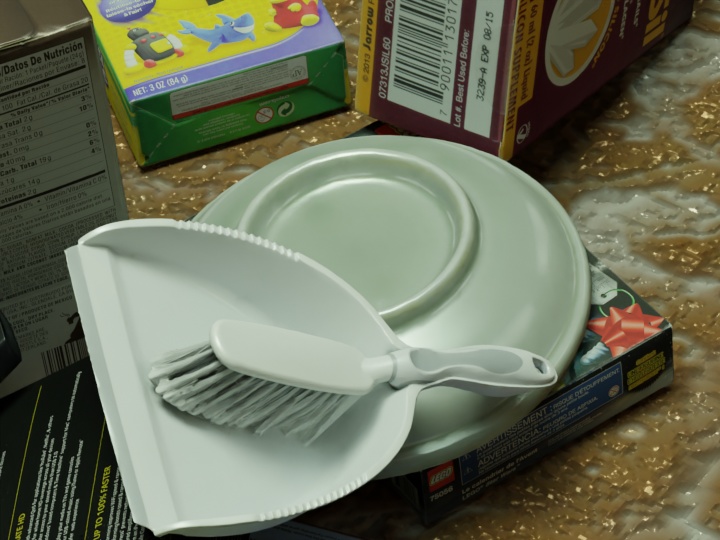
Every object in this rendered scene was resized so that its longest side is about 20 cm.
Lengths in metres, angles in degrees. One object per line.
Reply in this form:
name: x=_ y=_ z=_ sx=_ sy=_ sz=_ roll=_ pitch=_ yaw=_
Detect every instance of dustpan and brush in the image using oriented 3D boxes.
dustpan and brush: x=-0.008 y=0.042 z=1.070 sx=0.199 sy=0.057 sz=0.140 roll=11 pitch=49 yaw=-39

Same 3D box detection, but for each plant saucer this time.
plant saucer: x=0.000 y=0.000 z=1.170 sx=0.199 sy=0.050 sz=0.201 roll=-6 pitch=45 yaw=6

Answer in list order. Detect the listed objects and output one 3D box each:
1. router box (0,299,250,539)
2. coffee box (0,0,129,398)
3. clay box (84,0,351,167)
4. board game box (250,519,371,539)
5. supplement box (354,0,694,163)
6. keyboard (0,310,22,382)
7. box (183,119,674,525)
router box: x=-0.115 y=0.121 z=1.071 sx=0.149 sy=0.051 sz=0.201 roll=-25 pitch=37 yaw=26
coffee box: x=-0.158 y=-0.053 z=1.194 sx=0.079 sy=0.201 sz=0.113 roll=-20 pitch=44 yaw=-14
clay box: x=-0.091 y=-0.144 z=1.393 sx=0.114 sy=0.048 sz=0.200 roll=-17 pitch=45 yaw=-12
board game box: x=0.015 y=0.158 z=1.084 sx=0.199 sy=0.020 sz=0.103 roll=13 pitch=46 yaw=20
supplement box: x=0.087 y=-0.147 z=1.298 sx=0.085 sy=0.111 sz=0.200 roll=23 pitch=37 yaw=25
keyboard: x=-0.225 y=0.081 z=1.119 sx=0.200 sy=0.040 sz=0.104 roll=-47 pitch=58 yaw=-1
box: x=0.028 y=0.013 z=1.219 sx=0.136 sy=0.040 sz=0.200 roll=-28 pitch=47 yaw=-21
